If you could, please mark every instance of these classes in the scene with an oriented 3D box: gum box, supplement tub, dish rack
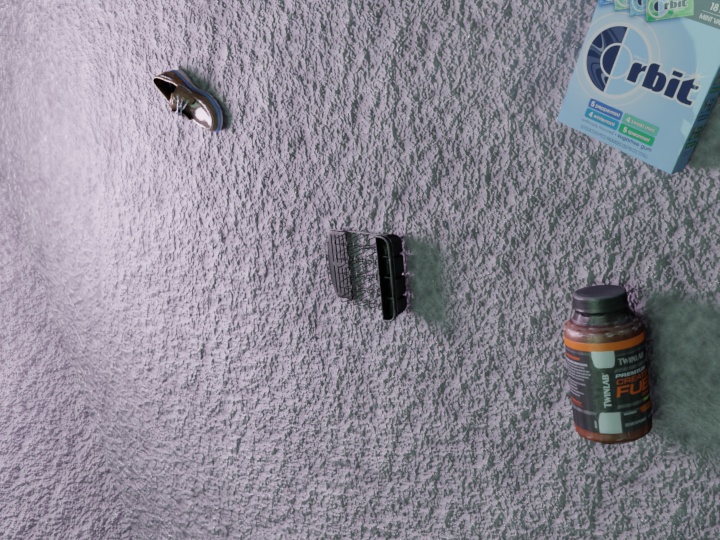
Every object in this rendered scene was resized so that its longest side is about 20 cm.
[{"bbox_3d":[0.350,-0.245,0.918,0.170,0.044,0.201,35,128,32],"label":"gum box"},{"bbox_3d":[0.333,0.124,1.026,0.107,0.107,0.201,2,106,45],"label":"supplement tub"},{"bbox_3d":[0.000,0.000,1.362,0.199,0.054,0.154,10,111,44],"label":"dish rack"}]

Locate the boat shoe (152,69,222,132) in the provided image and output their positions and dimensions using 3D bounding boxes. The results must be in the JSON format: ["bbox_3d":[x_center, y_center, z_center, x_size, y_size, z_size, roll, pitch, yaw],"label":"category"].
[{"bbox_3d":[-0.368,-0.351,1.596,0.200,0.072,0.073,42,131,28],"label":"boat shoe"}]
